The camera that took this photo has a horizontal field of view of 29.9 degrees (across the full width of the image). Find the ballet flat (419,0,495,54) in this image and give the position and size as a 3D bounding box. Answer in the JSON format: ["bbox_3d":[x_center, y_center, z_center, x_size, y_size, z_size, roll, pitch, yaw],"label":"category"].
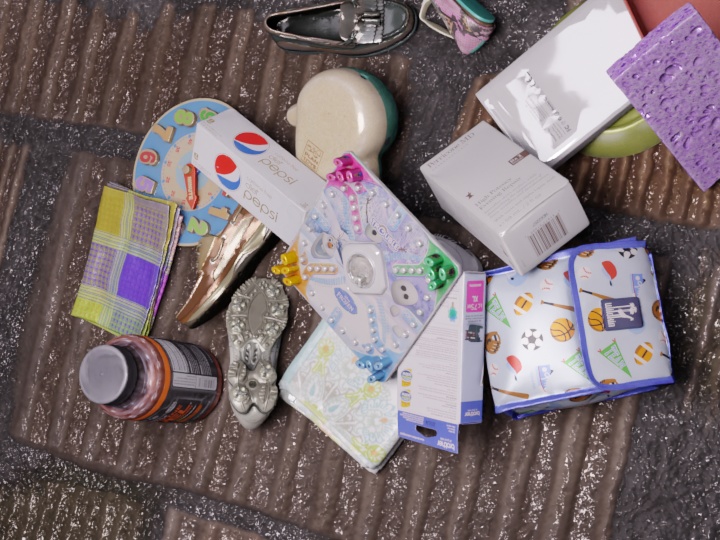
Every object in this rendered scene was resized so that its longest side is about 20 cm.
[{"bbox_3d":[0.089,-0.346,1.669,0.071,0.069,0.200,-49,65,32],"label":"ballet flat"}]

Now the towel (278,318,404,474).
[{"bbox_3d":[0.012,0.121,1.642,0.171,0.048,0.200,39,99,21],"label":"towel"}]

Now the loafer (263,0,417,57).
[{"bbox_3d":[-0.029,-0.309,1.713,0.199,0.063,0.072,-2,82,25],"label":"loafer"}]

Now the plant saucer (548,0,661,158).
[{"bbox_3d":[0.293,-0.232,1.572,0.199,0.031,0.201,-4,80,25],"label":"plant saucer"}]

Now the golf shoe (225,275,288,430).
[{"bbox_3d":[-0.135,0.105,1.696,0.078,0.097,0.200,8,57,-3],"label":"golf shoe"}]

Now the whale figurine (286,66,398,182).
[{"bbox_3d":[-0.024,-0.158,1.685,0.159,0.104,0.200,39,123,25],"label":"whale figurine"}]

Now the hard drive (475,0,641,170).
[{"bbox_3d":[0.248,-0.218,1.558,0.200,0.027,0.132,-39,69,15],"label":"hard drive"}]

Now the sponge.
[{"bbox_3d":[0.360,-0.183,1.450,0.112,0.200,0.030,-40,35,13],"label":"sponge"}]

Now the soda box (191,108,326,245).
[{"bbox_3d":[-0.120,-0.115,1.676,0.200,0.064,0.068,39,137,24],"label":"soda box"}]

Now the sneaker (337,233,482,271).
[{"bbox_3d":[0.043,-0.025,1.609,0.200,0.115,0.075,24,93,26],"label":"sneaker"}]

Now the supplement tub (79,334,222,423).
[{"bbox_3d":[-0.263,0.135,1.680,0.107,0.200,0.107,-4,81,25],"label":"supplement tub"}]

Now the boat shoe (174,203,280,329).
[{"bbox_3d":[-0.172,-0.017,1.726,0.074,0.076,0.200,39,90,9],"label":"boat shoe"}]

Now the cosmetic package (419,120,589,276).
[{"bbox_3d":[0.160,-0.086,1.527,0.102,0.074,0.200,-37,37,-6],"label":"cosmetic package"}]

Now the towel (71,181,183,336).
[{"bbox_3d":[-0.315,-0.012,1.808,0.143,0.023,0.201,22,99,31],"label":"towel"}]

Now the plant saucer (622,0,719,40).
[{"bbox_3d":[0.390,-0.309,1.504,0.200,0.037,0.200,-20,73,-2],"label":"plant saucer"}]

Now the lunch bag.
[{"bbox_3d":[0.238,0.065,1.503,0.199,0.124,0.171,-12,78,18],"label":"lunch bag"}]

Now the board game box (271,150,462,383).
[{"bbox_3d":[0.000,0.000,1.547,0.200,0.026,0.200,48,130,20],"label":"board game box"}]

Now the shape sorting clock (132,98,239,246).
[{"bbox_3d":[-0.222,-0.131,1.789,0.199,0.039,0.201,-4,81,24],"label":"shape sorting clock"}]

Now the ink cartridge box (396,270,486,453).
[{"bbox_3d":[0.090,0.098,1.530,0.119,0.042,0.201,6,93,55],"label":"ink cartridge box"}]
